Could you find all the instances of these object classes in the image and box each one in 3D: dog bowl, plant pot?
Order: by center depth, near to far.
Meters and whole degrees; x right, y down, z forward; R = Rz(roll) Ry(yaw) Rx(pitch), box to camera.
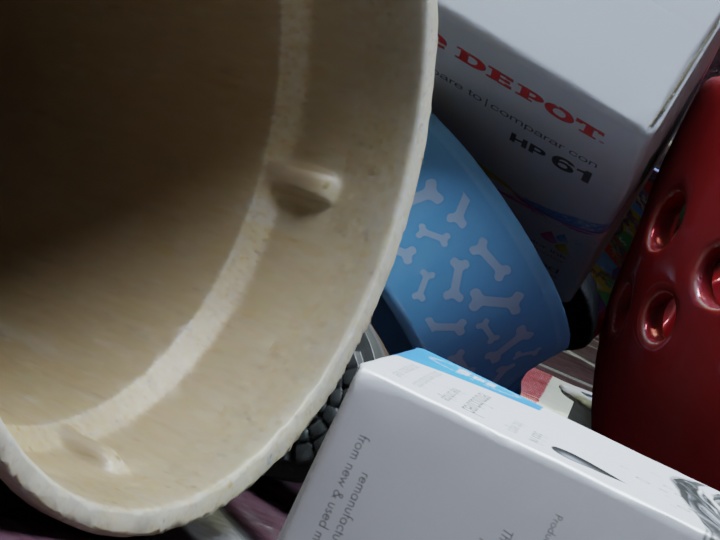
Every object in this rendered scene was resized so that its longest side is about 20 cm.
[{"bbox_3d":[-0.108,-0.054,0.549,0.183,0.201,0.200,15,-2,29],"label":"plant pot"},{"bbox_3d":[0.171,0.055,0.726,0.200,0.183,0.200,25,3,-1],"label":"plant pot"},{"bbox_3d":[0.021,0.014,0.760,0.112,0.050,0.200,51,-12,22],"label":"dog bowl"}]

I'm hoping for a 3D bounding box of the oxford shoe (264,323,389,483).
[{"bbox_3d":[-0.025,0.027,0.722,0.084,0.073,0.200,29,2,-28],"label":"oxford shoe"}]

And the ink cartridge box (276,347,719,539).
[{"bbox_3d":[0.083,0.091,0.507,0.200,0.068,0.116,26,4,7],"label":"ink cartridge box"}]

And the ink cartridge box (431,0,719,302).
[{"bbox_3d":[0.045,-0.082,0.749,0.144,0.085,0.200,31,-16,7],"label":"ink cartridge box"}]

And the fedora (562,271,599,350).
[{"bbox_3d":[0.000,0.000,0.922,0.200,0.092,0.201,31,-19,12],"label":"fedora"}]

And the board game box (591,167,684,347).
[{"bbox_3d":[0.135,0.037,0.917,0.158,0.039,0.200,40,-20,31],"label":"board game box"}]

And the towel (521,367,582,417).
[{"bbox_3d":[0.137,0.092,1.313,0.200,0.023,0.144,24,5,6],"label":"towel"}]

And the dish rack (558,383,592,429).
[{"bbox_3d":[0.183,0.120,1.009,0.171,0.044,0.200,25,3,-18],"label":"dish rack"}]
